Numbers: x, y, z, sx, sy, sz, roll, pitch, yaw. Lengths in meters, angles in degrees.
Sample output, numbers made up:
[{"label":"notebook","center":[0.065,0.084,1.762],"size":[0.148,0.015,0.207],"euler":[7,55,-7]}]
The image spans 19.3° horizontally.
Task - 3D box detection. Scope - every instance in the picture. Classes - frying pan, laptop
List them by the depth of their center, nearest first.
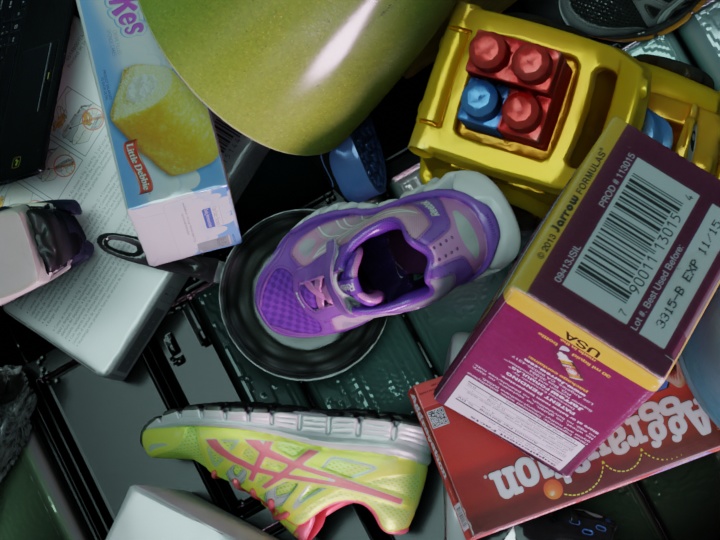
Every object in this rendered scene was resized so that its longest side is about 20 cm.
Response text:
[{"label":"frying pan","center":[-0.074,0.021,1.417],"size":[0.190,0.031,0.115],"euler":[-7,91,1]},{"label":"laptop","center":[-0.302,-0.144,1.441],"size":[0.200,0.103,0.177],"euler":[-12,61,38]}]

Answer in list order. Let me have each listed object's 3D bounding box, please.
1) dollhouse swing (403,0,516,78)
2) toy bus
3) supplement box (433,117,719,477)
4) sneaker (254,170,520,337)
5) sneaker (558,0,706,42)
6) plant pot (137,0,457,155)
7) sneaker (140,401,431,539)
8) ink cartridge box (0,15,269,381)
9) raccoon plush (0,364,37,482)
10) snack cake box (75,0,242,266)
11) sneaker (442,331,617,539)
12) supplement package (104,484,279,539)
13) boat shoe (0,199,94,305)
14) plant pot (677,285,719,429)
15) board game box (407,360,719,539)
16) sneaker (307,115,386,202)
[{"label":"dollhouse swing","center":[0.023,-0.265,1.376],"size":[0.182,0.176,0.200],"euler":[-36,78,5]},{"label":"toy bus","center":[0.131,-0.094,1.323],"size":[0.200,0.192,0.136],"euler":[18,85,12]},{"label":"supplement box","center":[0.134,0.022,1.245],"size":[0.103,0.200,0.131],"euler":[32,67,2]},{"label":"sneaker","center":[0.000,0.000,1.324],"size":[0.200,0.088,0.081],"euler":[-21,101,39]},{"label":"sneaker","center":[0.212,-0.209,1.365],"size":[0.200,0.077,0.078],"euler":[-25,79,27]},{"label":"plant pot","center":[-0.005,-0.201,1.295],"size":[0.200,0.187,0.187],"euler":[-35,75,34]},{"label":"sneaker","center":[-0.051,0.133,1.392],"size":[0.200,0.078,0.090],"euler":[5,91,15]},{"label":"ink cartridge box","center":[-0.186,-0.054,1.460],"size":[0.176,0.045,0.200],"euler":[33,90,14]},{"label":"raccoon plush","center":[-0.313,0.116,1.446],"size":[0.134,0.097,0.200],"euler":[18,87,22]},{"label":"snack cake box","center":[-0.135,-0.117,1.373],"size":[0.067,0.115,0.200],"euler":[-15,73,-2]},{"label":"sneaker","center":[0.109,0.140,1.366],"size":[0.112,0.073,0.200],"euler":[0,79,-2]},{"label":"supplement package","center":[-0.123,0.254,1.367],"size":[0.121,0.120,0.200],"euler":[26,89,16]},{"label":"boat shoe","center":[-0.270,0.004,1.407],"size":[0.200,0.093,0.075],"euler":[-14,93,20]},{"label":"plant pot","center":[0.299,0.025,1.248],"size":[0.200,0.188,0.200],"euler":[0,88,-2]},{"label":"board game box","center":[0.140,0.091,1.341],"size":[0.200,0.019,0.103],"euler":[-18,78,-16]},{"label":"sneaker","center":[-0.052,-0.125,1.434],"size":[0.078,0.070,0.200],"euler":[-29,74,16]}]
